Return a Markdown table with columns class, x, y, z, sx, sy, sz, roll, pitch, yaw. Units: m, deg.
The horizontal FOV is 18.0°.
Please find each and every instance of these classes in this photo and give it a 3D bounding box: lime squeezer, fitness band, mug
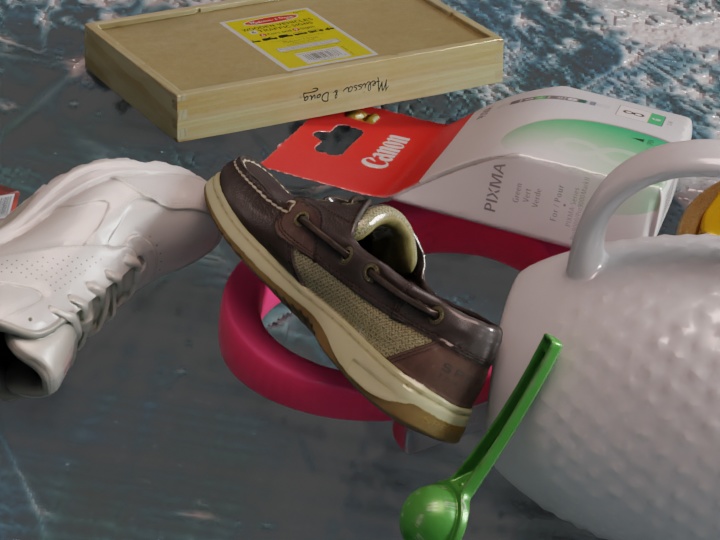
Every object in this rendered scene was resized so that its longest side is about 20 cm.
| class | x | y | z | sx | sy | sz | roll | pitch | yaw |
| --- | --- | --- | --- | --- | --- | --- | --- | --- | --- |
| lime squeezer | 0.009 | 0.103 | 0.955 | 0.200 | 0.071 | 0.038 | -31 | 14 | -4 |
| fitness band | 0.027 | 0.020 | 1.108 | 0.200 | 0.037 | 0.144 | -17 | 44 | -32 |
| mug | 0.149 | 0.034 | 0.982 | 0.175 | 0.200 | 0.148 | 8 | 34 | 13 |

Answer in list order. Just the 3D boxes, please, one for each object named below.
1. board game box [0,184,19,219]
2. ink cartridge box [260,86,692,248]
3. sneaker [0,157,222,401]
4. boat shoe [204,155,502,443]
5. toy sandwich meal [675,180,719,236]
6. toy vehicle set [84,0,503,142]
| class | x | y | z | sx | sy | sz | roll | pitch | yaw |
| --- | --- | --- | --- | --- | --- | --- | --- | --- | --- |
| board game box | -0.280 | -0.060 | 1.132 | 0.200 | 0.019 | 0.103 | 20 | 11 | 15 |
| ink cartridge box | 0.066 | -0.067 | 1.185 | 0.200 | 0.050 | 0.161 | 17 | 20 | 8 |
| sneaker | -0.145 | 0.016 | 1.061 | 0.200 | 0.078 | 0.099 | -21 | 52 | -20 |
| boat shoe | 0.000 | 0.000 | 1.027 | 0.073 | 0.065 | 0.200 | 28 | 14 | -49 |
| toy sandwich meal | 0.253 | -0.011 | 1.163 | 0.205 | 0.070 | 0.205 | 5 | 37 | -4 |
| toy vehicle set | -0.037 | -0.121 | 1.264 | 0.200 | 0.027 | 0.124 | -12 | 29 | -25 |
